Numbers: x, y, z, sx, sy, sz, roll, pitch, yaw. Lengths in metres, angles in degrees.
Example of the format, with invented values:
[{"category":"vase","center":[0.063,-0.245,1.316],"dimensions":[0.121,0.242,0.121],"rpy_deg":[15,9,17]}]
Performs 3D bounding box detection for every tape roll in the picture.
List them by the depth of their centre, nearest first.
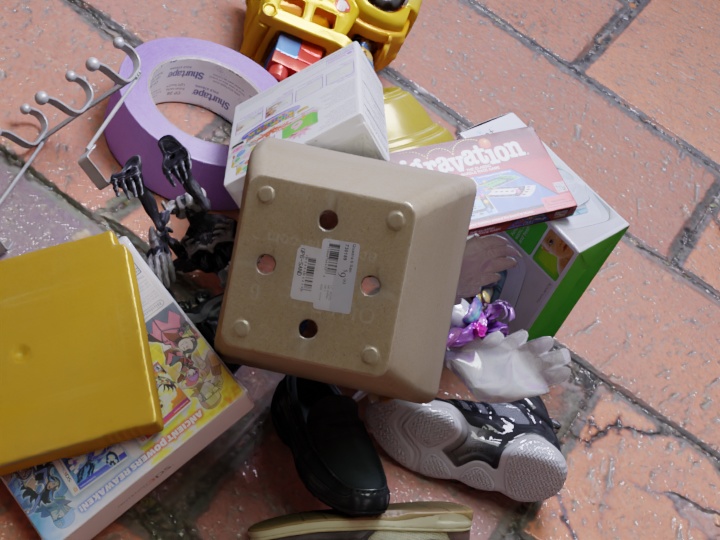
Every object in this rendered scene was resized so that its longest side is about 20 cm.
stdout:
[{"category":"tape roll","center":[-0.169,-0.158,1.561],"dimensions":[0.198,0.066,0.201],"rpy_deg":[17,42,-15]}]

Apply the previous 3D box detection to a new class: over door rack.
[{"category":"over door rack","center":[-0.289,-0.129,1.394],"dimensions":[0.067,0.147,0.201],"rpy_deg":[44,31,-30]}]

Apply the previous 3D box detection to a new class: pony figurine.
[{"category":"pony figurine","center":[0.081,0.050,1.369],"dimensions":[0.168,0.192,0.200],"rpy_deg":[62,13,-15]}]

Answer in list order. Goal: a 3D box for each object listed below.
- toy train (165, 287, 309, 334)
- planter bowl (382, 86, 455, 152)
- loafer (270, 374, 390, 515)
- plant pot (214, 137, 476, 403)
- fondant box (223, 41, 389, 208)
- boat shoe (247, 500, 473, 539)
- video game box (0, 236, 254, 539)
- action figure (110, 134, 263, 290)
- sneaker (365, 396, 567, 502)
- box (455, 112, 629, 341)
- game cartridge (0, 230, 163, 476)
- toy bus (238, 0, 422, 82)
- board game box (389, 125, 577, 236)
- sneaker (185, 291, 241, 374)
[{"category":"toy train","center":[-0.132,0.044,1.399],"dimensions":[0.198,0.034,0.046],"rpy_deg":[3,51,-26]},{"category":"planter bowl","center":[0.007,-0.143,1.541],"dimensions":[0.198,0.084,0.201],"rpy_deg":[-11,13,3]},{"category":"loafer","center":[-0.027,0.143,1.280],"dimensions":[0.067,0.071,0.201],"rpy_deg":[3,23,-26]},{"category":"plant pot","center":[-0.023,0.001,1.203],"dimensions":[0.198,0.202,0.177],"rpy_deg":[12,2,7]},{"category":"fondant box","center":[-0.050,-0.131,1.396],"dimensions":[0.059,0.143,0.200],"rpy_deg":[58,13,-23]},{"category":"boat shoe","center":[0.003,0.235,1.252],"dimensions":[0.198,0.073,0.066],"rpy_deg":[-2,87,-13]},{"category":"video game box","center":[-0.216,0.101,1.203],"dimensions":[0.199,0.047,0.182],"rpy_deg":[-38,65,-7]},{"category":"action figure","center":[-0.153,-0.029,1.362],"dimensions":[0.118,0.200,0.103],"rpy_deg":[-18,51,14]},{"category":"sneaker","center":[0.103,0.145,1.404],"dimensions":[0.198,0.076,0.114],"rpy_deg":[20,31,-3]},{"category":"box","center":[0.146,-0.025,1.500],"dimensions":[0.096,0.201,0.177],"rpy_deg":[-25,64,-43]},{"category":"game cartridge","center":[-0.268,0.072,1.185],"dimensions":[0.198,0.032,0.178],"rpy_deg":[-15,66,1]},{"category":"toy bus","center":[-0.043,-0.266,1.706],"dimensions":[0.198,0.136,0.194],"rpy_deg":[20,54,-14]},{"category":"board game box","center":[0.095,-0.077,1.380],"dimensions":[0.198,0.020,0.104],"rpy_deg":[-13,58,-21]},{"category":"sneaker","center":[-0.160,0.071,1.304],"dimensions":[0.199,0.083,0.071],"rpy_deg":[-28,74,-37]}]
